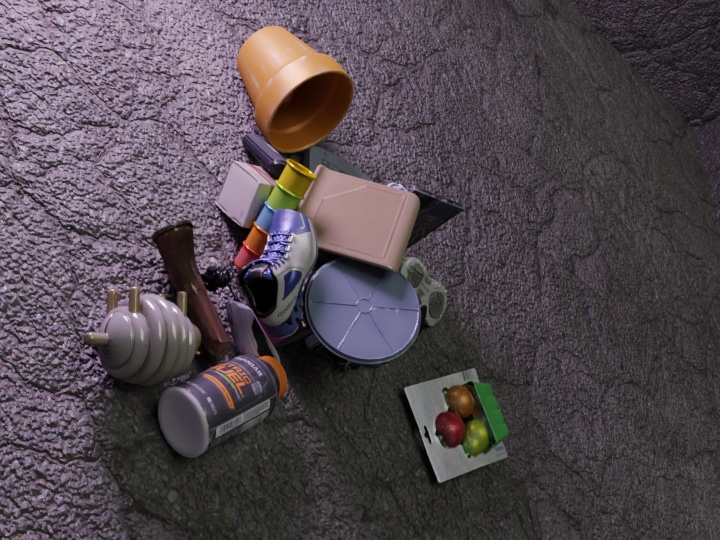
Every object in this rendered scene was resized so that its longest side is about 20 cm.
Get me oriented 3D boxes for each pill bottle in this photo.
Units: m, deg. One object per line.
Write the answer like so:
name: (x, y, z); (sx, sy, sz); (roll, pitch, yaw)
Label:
pill bottle: (-0.195, 0.190, 1.276); (0.199, 0.106, 0.108); (-22, 81, -53)

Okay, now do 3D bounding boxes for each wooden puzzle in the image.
wooden puzzle: (-0.008, -0.087, 1.488); (0.196, 0.038, 0.187); (19, 50, 3)

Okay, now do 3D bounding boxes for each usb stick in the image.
usb stick: (-0.167, -0.207, 1.555); (0.055, 0.033, 0.200); (17, 14, -29)

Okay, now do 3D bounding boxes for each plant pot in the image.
plant pot: (-0.142, -0.365, 1.666); (0.198, 0.201, 0.184); (-7, 53, -50)

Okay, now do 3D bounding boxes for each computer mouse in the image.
computer mouse: (-0.192, 0.084, 1.366); (0.044, 0.109, 0.202); (-36, 109, -26)

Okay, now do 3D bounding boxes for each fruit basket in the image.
fruit basket: (0.184, 0.296, 1.662); (0.197, 0.094, 0.188); (-11, 72, -34)

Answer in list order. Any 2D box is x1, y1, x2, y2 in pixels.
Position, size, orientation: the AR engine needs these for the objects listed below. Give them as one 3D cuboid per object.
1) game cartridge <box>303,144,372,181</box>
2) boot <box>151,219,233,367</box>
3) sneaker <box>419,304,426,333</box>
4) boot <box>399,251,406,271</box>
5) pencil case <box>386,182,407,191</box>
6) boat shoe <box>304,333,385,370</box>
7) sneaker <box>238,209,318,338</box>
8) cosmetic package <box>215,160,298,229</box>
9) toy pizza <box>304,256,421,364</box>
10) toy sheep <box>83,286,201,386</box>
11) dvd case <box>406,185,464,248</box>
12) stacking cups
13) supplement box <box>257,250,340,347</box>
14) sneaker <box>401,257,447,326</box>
game cartridge: (-0.034, -0.169, 1.745); (0.198, 0.042, 0.134); (30, 33, -27)
boot: (-0.243, 0.038, 1.289); (0.063, 0.187, 0.203); (-22, 79, -11)
sneaker: (0.056, 0.090, 1.624); (0.200, 0.086, 0.077); (9, 96, -70)
boot: (0.000, 0.000, 1.505); (0.136, 0.078, 0.203); (23, 50, -18)
pencil case: (0.009, -0.094, 1.630); (0.083, 0.198, 0.091); (48, 45, -20)
boat shoe: (-0.018, 0.143, 1.542); (0.198, 0.071, 0.069); (12, 54, -52)
sneaker: (-0.128, -0.006, 1.334); (0.115, 0.079, 0.203); (43, 51, -63)
cosmetic package: (-0.143, -0.123, 1.537); (0.198, 0.088, 0.103); (6, 25, -46)
toy pizza: (0.003, 0.065, 1.421); (0.196, 0.032, 0.203); (7, 58, -11)
toy sheep: (-0.302, 0.094, 1.204); (0.198, 0.137, 0.140); (8, 59, -50)
dvd case: (0.088, -0.094, 1.712); (0.147, 0.199, 0.016); (15, 53, -41)
stacking cups: (-0.146, -0.084, 1.437); (0.060, 0.202, 0.061); (30, 10, -6)
supplement box: (-0.087, 0.043, 1.500); (0.198, 0.103, 0.133); (-11, 74, -52)
sneaker: (0.106, 0.034, 1.746); (0.078, 0.099, 0.201); (-50, 133, -19)
